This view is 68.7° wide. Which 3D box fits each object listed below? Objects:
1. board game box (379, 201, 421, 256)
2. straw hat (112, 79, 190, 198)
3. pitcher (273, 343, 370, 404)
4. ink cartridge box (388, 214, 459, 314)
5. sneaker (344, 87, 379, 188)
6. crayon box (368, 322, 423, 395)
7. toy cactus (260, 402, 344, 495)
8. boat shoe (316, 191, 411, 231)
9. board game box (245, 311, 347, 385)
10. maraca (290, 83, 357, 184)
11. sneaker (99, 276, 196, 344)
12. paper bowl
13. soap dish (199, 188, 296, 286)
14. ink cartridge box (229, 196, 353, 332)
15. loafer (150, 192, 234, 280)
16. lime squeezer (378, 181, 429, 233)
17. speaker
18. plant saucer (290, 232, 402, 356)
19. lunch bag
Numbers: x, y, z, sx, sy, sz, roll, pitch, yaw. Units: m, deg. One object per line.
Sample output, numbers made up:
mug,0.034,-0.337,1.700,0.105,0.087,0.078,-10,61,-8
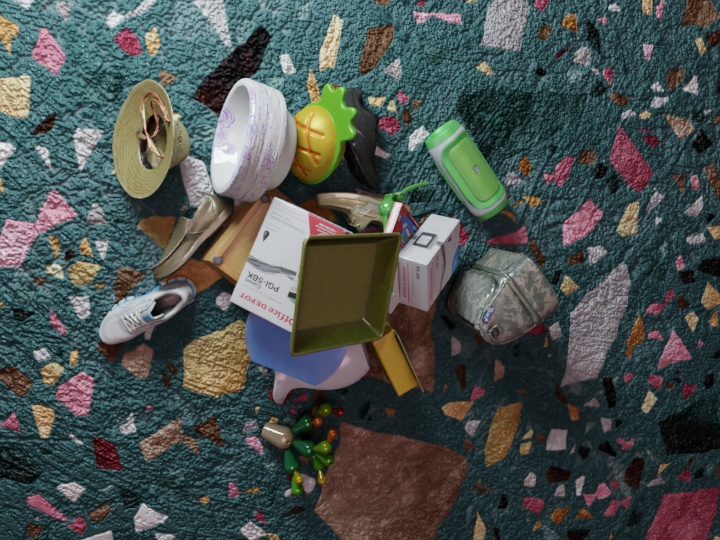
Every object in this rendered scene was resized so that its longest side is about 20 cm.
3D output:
board game box,0.088,-0.046,1.027,0.019,0.200,0.104,17,81,26
straw hat,-0.354,-0.227,0.945,0.085,0.199,0.204,-4,105,-54
pitcher,-0.092,0.161,1.068,0.197,0.121,0.174,-16,90,3
ink cartridge box,0.126,-0.006,1.025,0.200,0.066,0.117,-49,145,-41
sneaker,0.004,-0.260,1.028,0.090,0.076,0.202,-27,108,-14
crayon box,0.053,0.159,1.045,0.050,0.200,0.128,-27,105,-6
toy cactus,-0.127,0.361,1.115,0.163,0.102,0.203,21,98,4
boat shoe,0.006,-0.113,1.052,0.197,0.074,0.070,8,93,-14
board game box,-0.118,0.119,1.009,0.197,0.039,0.160,20,95,2
maraca,-0.074,-0.245,0.966,0.106,0.200,0.138,-17,74,-46
sneaker,-0.408,0.080,0.994,0.198,0.087,0.076,-32,107,-3
paper bowl,-0.184,-0.222,0.930,0.103,0.200,0.204,10,99,-34
soap dish,-0.187,-0.050,1.019,0.157,0.081,0.201,39,90,-16
ink cartridge box,-0.120,-0.006,0.934,0.145,0.083,0.202,25,94,7
loafer,-0.326,-0.066,0.994,0.067,0.076,0.200,45,79,-15
lime squeezer,0.075,-0.125,1.019,0.070,0.038,0.201,38,62,-14
speaker,0.217,-0.203,1.075,0.088,0.088,0.201,-40,106,-2
plant saucer,-0.033,0.029,0.884,0.198,0.048,0.203,-5,113,-38
lunch bag,0.277,0.059,1.076,0.167,0.200,0.140,-41,105,-3
